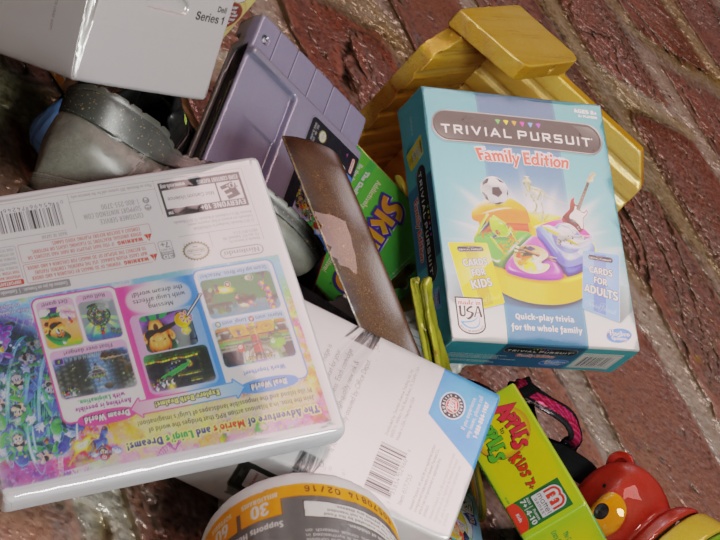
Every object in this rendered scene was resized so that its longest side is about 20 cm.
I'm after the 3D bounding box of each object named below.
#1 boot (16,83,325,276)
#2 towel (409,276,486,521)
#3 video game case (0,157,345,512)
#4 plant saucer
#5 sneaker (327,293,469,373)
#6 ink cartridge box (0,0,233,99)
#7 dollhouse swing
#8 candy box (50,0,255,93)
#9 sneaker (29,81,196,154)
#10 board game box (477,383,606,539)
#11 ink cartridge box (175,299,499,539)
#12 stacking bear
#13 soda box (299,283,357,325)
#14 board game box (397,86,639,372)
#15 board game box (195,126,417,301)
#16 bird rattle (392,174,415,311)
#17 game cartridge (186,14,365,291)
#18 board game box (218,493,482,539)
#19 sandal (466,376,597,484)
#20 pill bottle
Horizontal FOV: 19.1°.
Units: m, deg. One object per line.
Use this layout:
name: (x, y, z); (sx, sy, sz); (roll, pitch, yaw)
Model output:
boot: (-0.128, -0.013, 1.302); (0.200, 0.131, 0.068); (31, -14, -24)
towel: (0.062, 0.090, 1.450); (0.200, 0.018, 0.086); (72, 5, -55)
video game case: (-0.128, 0.032, 1.211); (0.200, 0.024, 0.182); (-10, 67, -21)
plant saucer: (0.000, 0.000, 1.391); (0.200, 0.032, 0.200); (-21, 90, -90)
sneaker: (0.039, 0.066, 1.555); (0.200, 0.070, 0.080); (2, 54, -48)
ink cartridge box: (-0.208, -0.184, 1.434); (0.200, 0.084, 0.145); (21, 10, 32)
dollhouse swing: (0.101, -0.080, 1.717); (0.176, 0.200, 0.182); (49, 24, 11)
candy box: (-0.146, -0.203, 1.525); (0.055, 0.200, 0.115); (1, 49, -57)
sneaker: (-0.135, -0.081, 1.487); (0.200, 0.083, 0.071); (20, 29, -45)
board game box: (0.129, 0.165, 1.441); (0.102, 0.048, 0.200); (60, 1, 33)
ink cartridge box: (-0.032, 0.089, 1.271); (0.200, 0.068, 0.116); (26, 50, -3)
stacking bear: (0.231, 0.221, 1.551); (0.200, 0.121, 0.114); (46, 16, 24)
soda box: (-0.096, 0.022, 1.395); (0.200, 0.070, 0.063); (33, 29, -23)
board game box: (0.114, -0.030, 1.557); (0.151, 0.047, 0.200); (4, 66, -23)
board game box: (-0.031, -0.055, 1.596); (0.200, 0.096, 0.030); (47, 1, 8)
bird rattle: (0.102, -0.005, 1.665); (0.200, 0.163, 0.113); (21, 50, -25)
game cartridge: (-0.064, -0.064, 1.494); (0.130, 0.038, 0.200); (40, 52, -31)
board game box: (-0.003, 0.154, 1.371); (0.200, 0.034, 0.134); (33, 26, -24)
sandal: (0.134, 0.113, 1.587); (0.075, 0.045, 0.200); (35, 0, 40)
pill bottle: (-0.025, 0.211, 1.140); (0.116, 0.116, 0.200); (32, 26, -26)
